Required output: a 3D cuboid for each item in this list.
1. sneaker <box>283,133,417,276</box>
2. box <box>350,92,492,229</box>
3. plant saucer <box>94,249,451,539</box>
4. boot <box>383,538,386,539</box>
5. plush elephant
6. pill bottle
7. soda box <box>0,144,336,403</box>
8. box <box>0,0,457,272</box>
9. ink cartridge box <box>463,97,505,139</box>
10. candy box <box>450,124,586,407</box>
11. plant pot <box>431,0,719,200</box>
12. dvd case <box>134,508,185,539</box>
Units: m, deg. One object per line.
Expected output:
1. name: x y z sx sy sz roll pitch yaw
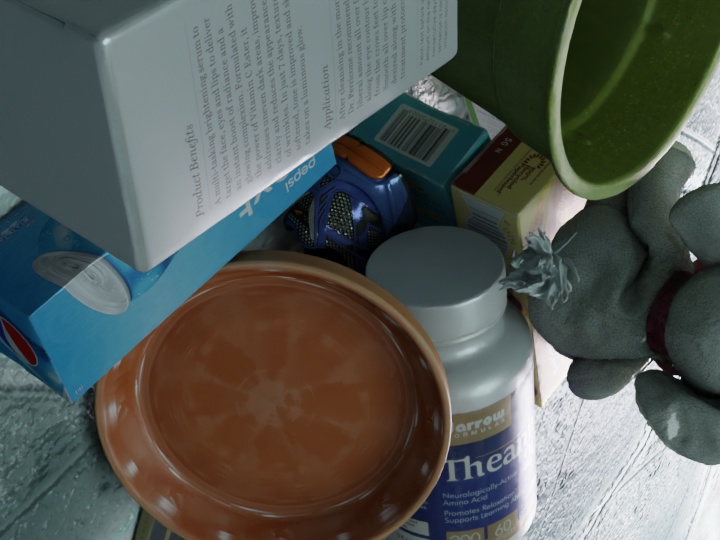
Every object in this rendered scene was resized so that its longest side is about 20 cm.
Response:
1. sneaker: 0.000 0.000 0.848 0.078 0.075 0.200 -39 137 -14
2. box: 0.063 -0.036 0.888 0.049 0.082 0.200 -52 147 -14
3. plant saucer: -0.048 0.078 0.736 0.032 0.199 0.201 -84 -177 -63
4. boot: -0.011 0.205 0.841 0.200 0.073 0.091 -35 135 -27
5. plush elephant: 0.187 0.020 0.758 0.200 0.154 0.165 -7 119 -61
6. pill bottle: 0.053 0.078 0.811 0.111 0.111 0.201 -37 135 -35
7. soda box: -0.104 -0.031 0.665 0.200 0.064 0.068 -45 145 -27
8. box: -0.076 -0.117 0.554 0.200 0.152 0.107 -38 142 -33
9. ink cartridge box: 0.118 -0.153 0.899 0.104 0.059 0.200 -53 148 -15
10. candy box: 0.124 -0.015 0.860 0.115 0.055 0.200 -46 146 -24
11. plant pot: 0.084 -0.165 0.715 0.200 0.190 0.201 -35 139 -38
12. dvd case: -0.081 0.124 0.862 0.148 0.016 0.201 -7 119 -53
